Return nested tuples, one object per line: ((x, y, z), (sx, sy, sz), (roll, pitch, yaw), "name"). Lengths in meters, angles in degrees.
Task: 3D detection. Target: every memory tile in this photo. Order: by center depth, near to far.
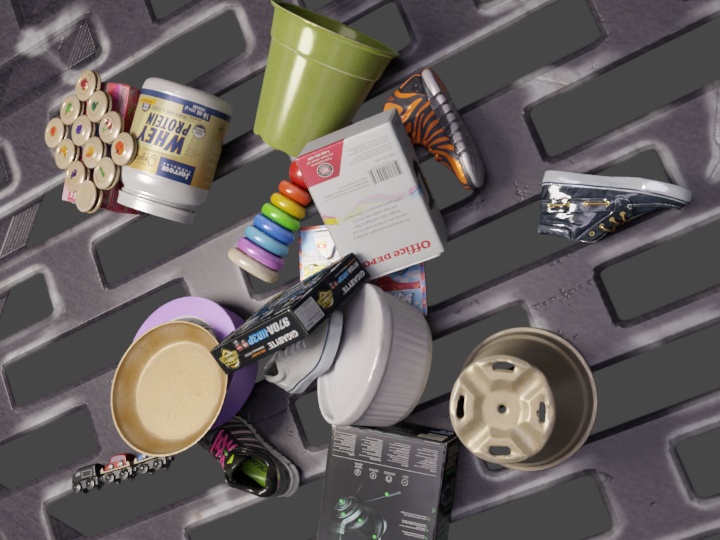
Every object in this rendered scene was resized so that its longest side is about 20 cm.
((-0.424, -0.201, 1.387), (0.153, 0.017, 0.200), (-47, 60, 22), "memory tile")

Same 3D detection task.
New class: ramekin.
((0.021, 0.125, 1.241), (0.094, 0.202, 0.203), (16, 93, -22), "ramekin")

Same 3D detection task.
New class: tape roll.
((-0.260, 0.145, 1.374), (0.199, 0.066, 0.201), (-9, 67, 21), "tape roll")

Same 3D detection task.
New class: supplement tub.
((-0.292, -0.184, 1.390), (0.144, 0.144, 0.201), (18, 93, 20), "supplement tub")

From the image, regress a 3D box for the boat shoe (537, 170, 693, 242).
((0.339, -0.079, 1.201), (0.199, 0.071, 0.091), (9, 91, 27), "boat shoe")

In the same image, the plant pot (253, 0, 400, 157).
((-0.069, -0.268, 1.309), (0.199, 0.200, 0.191), (30, 110, 19), "plant pot")

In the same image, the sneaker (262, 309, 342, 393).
((-0.086, 0.119, 1.283), (0.200, 0.070, 0.073), (125, 153, -45), "sneaker")

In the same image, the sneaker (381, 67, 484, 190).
((0.099, -0.185, 1.294), (0.112, 0.077, 0.201), (-31, 66, 20), "sneaker")

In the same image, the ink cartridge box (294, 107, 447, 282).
((0.019, -0.102, 1.248), (0.145, 0.083, 0.201), (-19, 110, 16), "ink cartridge box")

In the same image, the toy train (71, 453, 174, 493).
((-0.389, 0.321, 1.454), (0.199, 0.034, 0.046), (-19, 68, 19), "toy train")

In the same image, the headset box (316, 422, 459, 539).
((0.040, 0.320, 1.265), (0.173, 0.093, 0.201), (6, 90, 20), "headset box")

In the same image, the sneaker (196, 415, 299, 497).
((-0.187, 0.280, 1.353), (0.199, 0.087, 0.074), (33, 98, 19), "sneaker")

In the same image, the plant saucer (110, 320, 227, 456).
((-0.275, 0.175, 1.311), (0.199, 0.035, 0.201), (-8, 68, 21), "plant saucer")

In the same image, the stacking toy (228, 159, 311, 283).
((-0.118, -0.085, 1.364), (0.085, 0.085, 0.201), (31, 90, 19), "stacking toy")

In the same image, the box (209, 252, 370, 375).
((-0.100, 0.062, 1.246), (0.200, 0.159, 0.046), (-28, 100, 43), "box")

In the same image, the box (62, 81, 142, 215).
((-0.404, -0.198, 1.455), (0.095, 0.100, 0.201), (10, 90, 20), "box")

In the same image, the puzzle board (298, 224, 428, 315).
((0.000, 0.000, 1.342), (0.199, 0.017, 0.152), (-5, 85, 19), "puzzle board")

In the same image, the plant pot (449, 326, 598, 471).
((0.202, 0.175, 1.169), (0.199, 0.183, 0.202), (-1, 87, 19), "plant pot")
